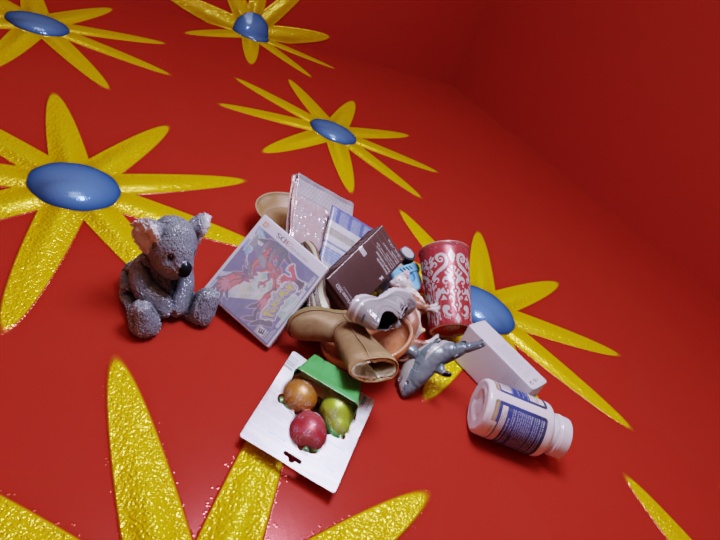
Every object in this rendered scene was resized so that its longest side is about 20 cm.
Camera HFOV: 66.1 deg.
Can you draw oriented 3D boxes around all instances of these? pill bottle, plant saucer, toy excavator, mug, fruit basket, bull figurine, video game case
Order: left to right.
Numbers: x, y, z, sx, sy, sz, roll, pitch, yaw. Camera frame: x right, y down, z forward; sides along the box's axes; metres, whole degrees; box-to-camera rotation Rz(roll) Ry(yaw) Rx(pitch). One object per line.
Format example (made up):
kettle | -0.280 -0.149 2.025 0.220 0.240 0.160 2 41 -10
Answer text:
video game case | -0.190 0.019 1.123 0.180 0.202 0.023 37 -12 8
plant saucer | -0.173 -0.132 1.397 0.193 0.036 0.203 15 32 -9
fruit basket | -0.085 0.257 0.960 0.181 0.095 0.202 27 47 4
plant saucer | 0.014 0.148 1.143 0.192 0.039 0.202 -8 25 4
toy excavator | 0.102 0.057 1.365 0.191 0.101 0.202 -15 58 -45
bull figurine | 0.117 0.105 1.235 0.116 0.065 0.208 6 73 1
mug | 0.217 0.057 1.366 0.128 0.178 0.207 -7 66 13
pill bottle | 0.326 0.308 1.130 0.194 0.113 0.112 22 31 -5

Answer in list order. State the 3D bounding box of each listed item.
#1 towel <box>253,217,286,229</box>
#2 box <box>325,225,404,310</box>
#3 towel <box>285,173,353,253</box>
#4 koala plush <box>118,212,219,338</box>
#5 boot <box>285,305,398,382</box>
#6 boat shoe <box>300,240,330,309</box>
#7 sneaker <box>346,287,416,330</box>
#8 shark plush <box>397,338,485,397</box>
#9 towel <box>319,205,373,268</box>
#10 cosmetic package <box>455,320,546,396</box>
towel | -0.156 -0.080 1.384 0.196 0.024 0.152 29 33 14
box | 0.000 0.000 1.260 0.200 0.074 0.101 -44 104 -26
towel | -0.092 -0.116 1.340 0.196 0.032 0.198 25 55 -37
koala plush | -0.360 -0.017 1.028 0.174 0.204 0.184 -11 45 -43
boot | -0.040 0.137 1.039 0.169 0.069 0.200 -4 23 -19
boat shoe | -0.114 0.032 1.171 0.072 0.075 0.209 -5 64 -23
sneaker | 0.056 0.091 1.105 0.081 0.077 0.197 38 28 30
shark plush | 0.167 0.197 1.151 0.193 0.093 0.085 -15 41 0
towel | -0.036 -0.034 1.319 0.144 0.023 0.207 27 63 -33
cosmetic package | 0.311 0.221 1.257 0.072 0.104 0.201 -9 46 -43
